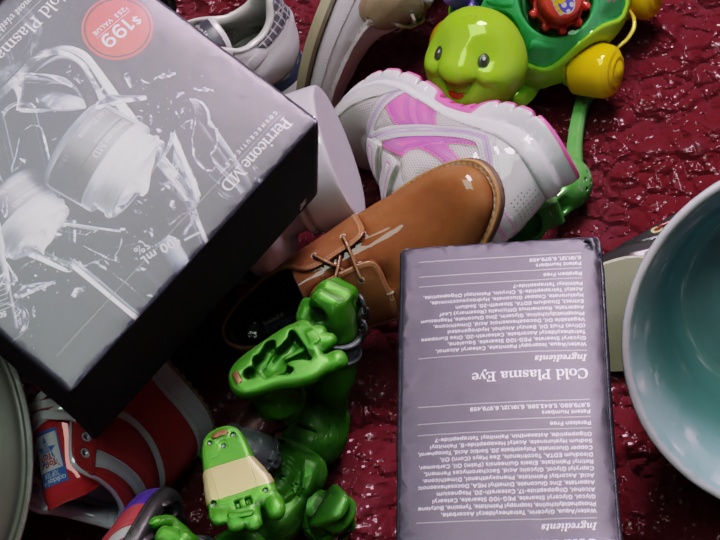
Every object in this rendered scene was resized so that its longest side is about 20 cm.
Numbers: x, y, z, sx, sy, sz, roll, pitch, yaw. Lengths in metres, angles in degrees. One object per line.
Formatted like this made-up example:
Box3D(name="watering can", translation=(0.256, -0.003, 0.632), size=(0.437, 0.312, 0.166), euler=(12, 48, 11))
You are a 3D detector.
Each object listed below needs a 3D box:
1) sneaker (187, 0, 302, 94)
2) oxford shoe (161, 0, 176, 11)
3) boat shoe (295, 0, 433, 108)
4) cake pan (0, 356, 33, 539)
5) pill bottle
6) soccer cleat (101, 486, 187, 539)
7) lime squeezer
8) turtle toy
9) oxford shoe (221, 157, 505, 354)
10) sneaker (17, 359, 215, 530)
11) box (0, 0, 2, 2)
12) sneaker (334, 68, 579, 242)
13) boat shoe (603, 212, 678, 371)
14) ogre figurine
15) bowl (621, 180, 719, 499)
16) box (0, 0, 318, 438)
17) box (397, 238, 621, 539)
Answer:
Box3D(name="sneaker", translation=(-0.134, -0.129, 1.140), size=(0.200, 0.081, 0.076), euler=(-33, 57, -10))
Box3D(name="oxford shoe", translation=(-0.177, -0.168, 1.113), size=(0.073, 0.200, 0.084), euler=(37, 66, 4))
Box3D(name="boat shoe", translation=(0.017, -0.194, 1.116), size=(0.068, 0.200, 0.075), euler=(25, 17, 2))
Box3D(name="cake pan", translation=(-0.273, 0.111, 0.953), size=(0.200, 0.037, 0.201), euler=(-2, 86, 37))
Box3D(name="pill bottle", translation=(-0.105, -0.042, 1.027), size=(0.199, 0.120, 0.120), euler=(-19, 53, 10))
Box3D(name="soccer cleat", translation=(-0.166, 0.204, 0.903), size=(0.073, 0.068, 0.200), euler=(20, 76, 24))
Box3D(name="lime squeezer", translation=(0.105, -0.049, 1.058), size=(0.071, 0.038, 0.200), euler=(36, 69, 31))
Box3D(name="turtle toy", translation=(0.110, -0.177, 1.098), size=(0.145, 0.101, 0.200), euler=(13, 58, 29))
Box3D(name="oxford shoe", translation=(0.000, 0.000, 0.971), size=(0.200, 0.071, 0.071), euler=(-36, 71, 23))
Box3D(name="sneaker", translation=(-0.183, 0.065, 0.949), size=(0.200, 0.071, 0.113), euler=(45, 45, -9))
Box3D(name="box", translation=(-0.321, -0.229, 1.206), size=(0.200, 0.149, 0.124), euler=(20, 60, 23))
Box3D(name="sneaker", translation=(0.039, -0.067, 1.036), size=(0.200, 0.081, 0.088), euler=(18, 61, 49))
Box3D(name="boat shoe", translation=(0.197, 0.005, 0.987), size=(0.201, 0.074, 0.063), euler=(-21, 20, 8))
Box3D(name="ogre figurine", translation=(-0.051, 0.110, 0.927), size=(0.098, 0.120, 0.200), euler=(4, 57, 10))
Box3D(name="bowl", translation=(0.241, 0.025, 0.901), size=(0.200, 0.201, 0.105), euler=(-9, 13, 6))
Box3D(name="box", translation=(-0.153, -0.047, 0.899), size=(0.182, 0.104, 0.200), euler=(38, 74, 10))
Box3D(name="box", translation=(0.080, 0.116, 0.835), size=(0.104, 0.200, 0.183), euler=(-4, 54, 7))
